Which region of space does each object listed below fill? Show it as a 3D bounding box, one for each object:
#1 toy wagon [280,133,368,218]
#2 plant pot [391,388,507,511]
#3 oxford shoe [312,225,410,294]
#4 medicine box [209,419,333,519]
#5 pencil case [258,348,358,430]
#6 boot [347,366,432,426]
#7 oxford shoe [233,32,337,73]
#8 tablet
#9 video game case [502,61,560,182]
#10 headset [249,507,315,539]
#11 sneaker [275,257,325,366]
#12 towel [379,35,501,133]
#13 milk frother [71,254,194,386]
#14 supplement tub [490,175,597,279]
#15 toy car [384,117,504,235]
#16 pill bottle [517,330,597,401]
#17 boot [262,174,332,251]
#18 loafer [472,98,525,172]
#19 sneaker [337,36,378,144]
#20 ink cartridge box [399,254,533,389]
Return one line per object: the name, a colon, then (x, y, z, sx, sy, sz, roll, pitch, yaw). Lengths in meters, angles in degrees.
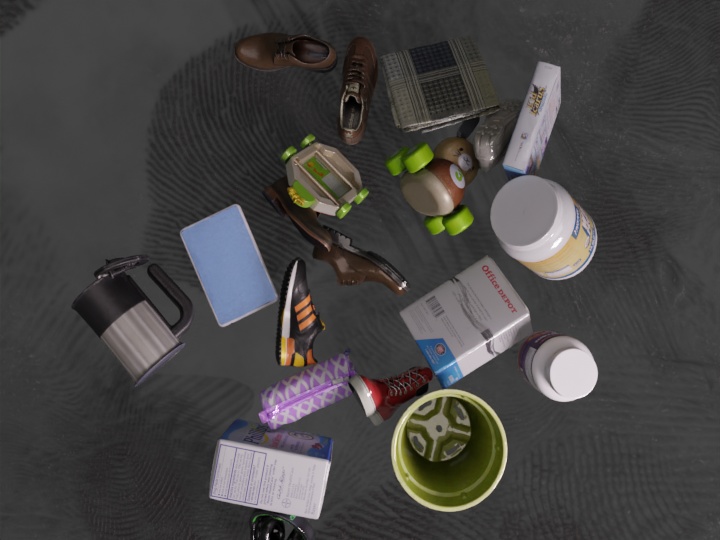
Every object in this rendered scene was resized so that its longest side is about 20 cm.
toy wagon: (-0.076, -0.161, 1.367, 0.155, 0.200, 0.040, 45, 130, 1)
plant pot: (0.148, 0.300, 1.363, 0.195, 0.184, 0.206, 0, 91, 0)
oxford shoe: (0.000, 0.000, 1.415, 0.197, 0.073, 0.086, 29, 93, 12)
medicine box: (-0.155, 0.351, 1.364, 0.195, 0.182, 0.105, 12, 90, 0)
pencil case: (-0.092, 0.225, 1.412, 0.197, 0.086, 0.085, -26, 103, 2)
boot: (0.059, 0.203, 1.362, 0.143, 0.200, 0.073, -31, 65, 0)
oxford shoe: (-0.142, -0.413, 1.411, 0.195, 0.084, 0.075, 0, 92, 2)
tablet: (-0.250, -0.010, 1.448, 0.128, 0.014, 0.203, -24, 89, 1)
video game case: (0.307, -0.247, 1.352, 0.045, 0.200, 0.185, 18, 90, 16)
headset: (-0.145, 0.501, 1.378, 0.121, 0.095, 0.203, 14, 134, 16)
sneaker: (-0.107, 0.080, 1.428, 0.088, 0.070, 0.205, 7, 90, -15)
towel: (0.142, -0.339, 1.395, 0.188, 0.035, 0.203, -12, 57, -1)
milk frother: (-0.401, 0.079, 1.357, 0.180, 0.200, 0.189, -41, 90, -4)
supplement tub: (0.322, -0.074, 1.335, 0.142, 0.199, 0.148, -10, 71, 31)
toy car: (0.175, -0.192, 1.387, 0.199, 0.157, 0.165, -40, 106, -14)
pill bottle: (0.351, 0.170, 1.353, 0.109, 0.200, 0.114, 0, 90, 0)
boot: (-0.093, -0.120, 1.386, 0.097, 0.075, 0.200, -43, 56, -7)
loafer: (0.255, -0.251, 1.384, 0.069, 0.200, 0.071, 14, 132, 28)
sneaker: (-0.004, -0.339, 1.414, 0.069, 0.076, 0.205, 5, 91, 0)
ink cartridge box: (0.192, 0.093, 1.382, 0.198, 0.084, 0.146, -32, 56, 1)
